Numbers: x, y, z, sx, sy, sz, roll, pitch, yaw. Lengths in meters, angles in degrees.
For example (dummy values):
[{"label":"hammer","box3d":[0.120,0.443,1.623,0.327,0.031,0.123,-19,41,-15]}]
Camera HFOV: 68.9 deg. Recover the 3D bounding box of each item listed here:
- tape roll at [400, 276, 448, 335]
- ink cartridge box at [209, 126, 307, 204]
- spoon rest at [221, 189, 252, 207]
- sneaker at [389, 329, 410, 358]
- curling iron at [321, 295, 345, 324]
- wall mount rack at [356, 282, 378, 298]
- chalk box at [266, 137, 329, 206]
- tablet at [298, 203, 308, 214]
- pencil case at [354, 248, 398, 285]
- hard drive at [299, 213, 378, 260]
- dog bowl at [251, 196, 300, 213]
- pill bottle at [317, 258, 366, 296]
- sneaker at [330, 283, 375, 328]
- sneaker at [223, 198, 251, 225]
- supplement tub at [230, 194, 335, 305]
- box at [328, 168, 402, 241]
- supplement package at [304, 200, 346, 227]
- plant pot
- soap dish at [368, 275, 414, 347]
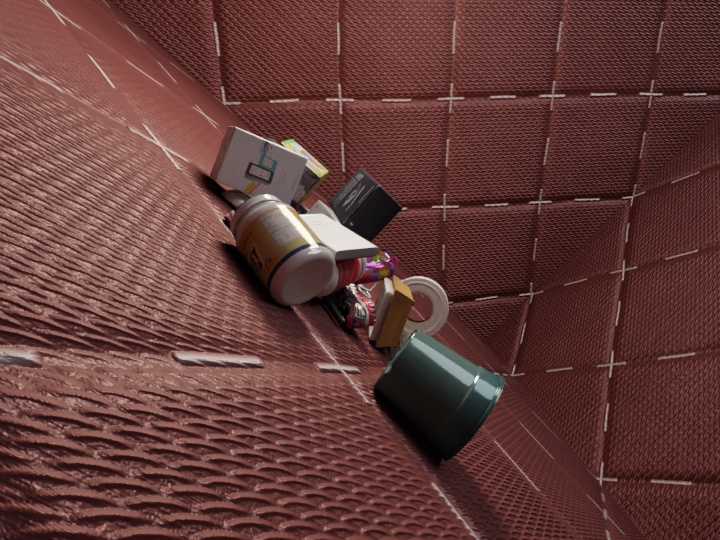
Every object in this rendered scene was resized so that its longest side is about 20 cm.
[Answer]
[{"label":"tape roll","box3d":[0.187,0.119,1.712,0.202,0.202,0.071,45,9,5]},{"label":"ink cartridge box","box3d":[-0.270,-0.271,1.376,0.200,0.146,0.147,20,7,-25]},{"label":"spoon rest","box3d":[-0.273,-0.147,1.363,0.200,0.061,0.099,31,7,1]},{"label":"sneaker","box3d":[0.125,0.213,1.415,0.081,0.076,0.200,52,8,-11]},{"label":"curling iron","box3d":[-0.091,0.063,1.259,0.050,0.026,0.200,23,22,-50]},{"label":"wall mount rack","box3d":[-0.021,-0.003,1.749,0.200,0.075,0.174,48,9,28]},{"label":"chalk box","box3d":[-0.218,-0.313,1.592,0.200,0.124,0.124,42,20,-5]},{"label":"tablet","box3d":[-0.228,-0.204,1.690,0.200,0.014,0.130,45,-34,6]},{"label":"pencil case","box3d":[0.000,0.000,1.452,0.200,0.089,0.088,-15,45,-27]},{"label":"hard drive","box3d":[-0.073,-0.080,1.207,0.132,0.027,0.200,-8,31,-44]},{"label":"dog bowl","box3d":[-0.265,-0.203,1.575,0.200,0.074,0.200,43,9,-8]},{"label":"pill bottle","box3d":[-0.078,-0.004,1.209,0.112,0.112,0.200,46,30,12]},{"label":"sneaker","box3d":[-0.039,0.076,1.295,0.075,0.081,0.200,-12,27,-25]},{"label":"sneaker","box3d":[-0.217,-0.097,1.229,0.200,0.086,0.080,34,14,-53]},{"label":"supplement tub","box3d":[-0.158,-0.044,1.044,0.200,0.144,0.144,48,9,28]},{"label":"box","box3d":[0.009,-0.186,1.505,0.104,0.148,0.200,40,9,-28]},{"label":"supplement package","box3d":[-0.080,-0.066,1.513,0.200,0.151,0.152,35,13,-50]},{"label":"plant pot","box3d":[0.146,0.231,1.046,0.196,0.200,0.200,37,7,8]},{"label":"soap dish","box3d":[0.081,0.108,1.392,0.081,0.158,0.200,19,10,-1]}]
